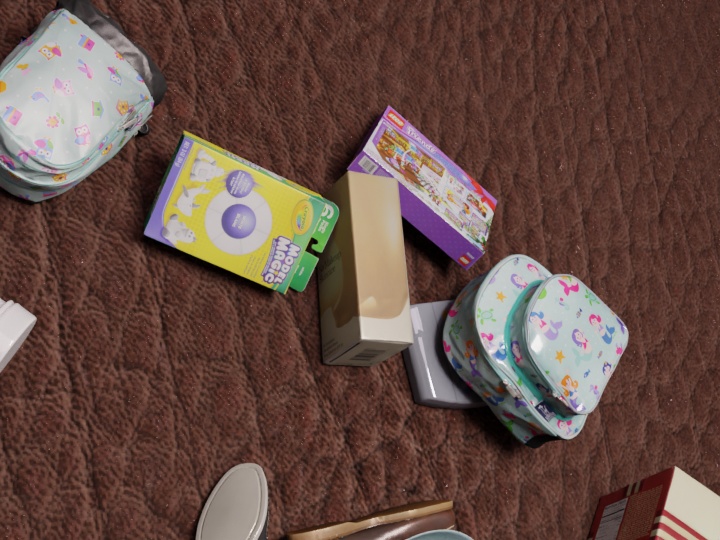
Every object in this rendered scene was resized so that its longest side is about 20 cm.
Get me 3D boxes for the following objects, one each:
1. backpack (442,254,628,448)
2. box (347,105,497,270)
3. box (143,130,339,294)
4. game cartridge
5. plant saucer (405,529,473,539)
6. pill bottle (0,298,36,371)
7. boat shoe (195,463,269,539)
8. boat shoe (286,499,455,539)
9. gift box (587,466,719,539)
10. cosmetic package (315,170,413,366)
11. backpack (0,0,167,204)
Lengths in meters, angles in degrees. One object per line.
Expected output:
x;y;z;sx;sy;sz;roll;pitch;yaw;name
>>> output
0.203;0.085;1.019;0.200;0.151;0.178;42;57;-2;backpack
0.084;-0.108;1.106;0.199;0.039;0.138;40;36;-9;box
-0.127;-0.056;0.953;0.197;0.048;0.119;23;101;-20;box
0.144;0.102;1.082;0.197;0.042;0.136;-5;69;-31;game cartridge
0.048;0.352;0.887;0.198;0.039;0.205;-10;110;-30;plant saucer
-0.397;0.018;0.769;0.199;0.111;0.112;37;57;-11;pill bottle
-0.120;0.290;0.842;0.061;0.072;0.203;60;23;-45;boat shoe
0.015;0.292;0.914;0.196;0.070;0.072;-7;77;-24;boat shoe
0.370;0.378;1.013;0.185;0.185;0.202;32;61;-3;gift box
0.000;0.000;1.003;0.070;0.105;0.204;6;65;-28;cosmetic package
-0.310;-0.172;0.887;0.166;0.126;0.202;40;59;-13;backpack
